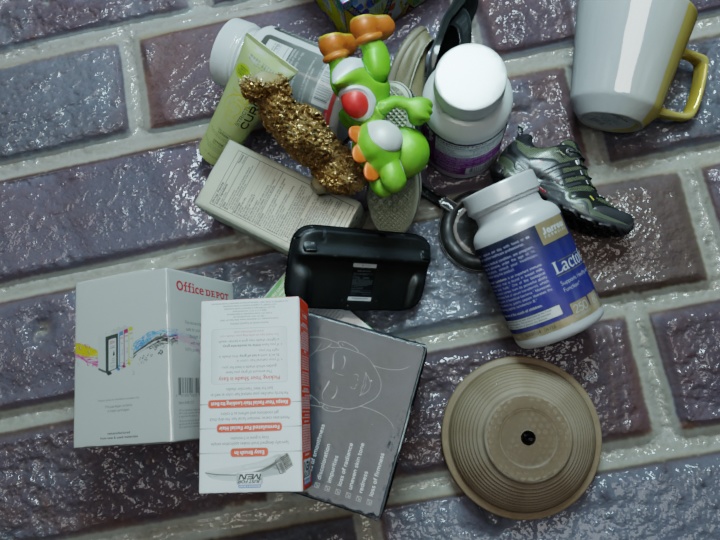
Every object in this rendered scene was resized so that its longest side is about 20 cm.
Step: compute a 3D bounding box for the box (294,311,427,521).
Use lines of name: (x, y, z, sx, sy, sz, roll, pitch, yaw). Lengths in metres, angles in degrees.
box: (-0.039, 0.161, 0.841, 0.196, 0.124, 0.201, 16, 82, 8)

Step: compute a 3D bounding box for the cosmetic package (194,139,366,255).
cosmetic package: (-0.103, -0.080, 0.949, 0.199, 0.087, 0.104, 28, 84, 9)

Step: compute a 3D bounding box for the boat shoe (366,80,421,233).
boat shoe: (0.048, -0.143, 0.915, 0.074, 0.062, 0.201, 6, 111, 20)

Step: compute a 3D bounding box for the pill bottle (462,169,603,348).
pill bottle: (0.208, -0.015, 0.875, 0.115, 0.116, 0.201, -24, 90, 0)

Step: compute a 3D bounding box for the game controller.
game controller: (0.000, 0.000, 0.894, 0.199, 0.042, 0.105, 4, 111, -28)

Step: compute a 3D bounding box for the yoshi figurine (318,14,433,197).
yoshi figurine: (0.025, -0.188, 0.834, 0.111, 0.112, 0.201, -14, 90, -6)

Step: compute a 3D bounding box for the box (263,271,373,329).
box: (-0.059, 0.106, 0.935, 0.200, 0.036, 0.144, 40, 85, 10)

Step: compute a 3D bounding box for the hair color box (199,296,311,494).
hair color box: (-0.112, 0.133, 0.763, 0.110, 0.064, 0.201, -3, 78, 5)

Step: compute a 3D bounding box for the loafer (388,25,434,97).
loafer: (0.061, -0.234, 0.975, 0.067, 0.076, 0.201, 23, 94, 1)

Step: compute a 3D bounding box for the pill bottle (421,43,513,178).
pill bottle: (0.132, -0.199, 0.892, 0.112, 0.200, 0.113, -1, 78, 5)

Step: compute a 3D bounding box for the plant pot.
plant pot: (0.198, 0.204, 0.862, 0.200, 0.093, 0.202, -1, 80, 5)

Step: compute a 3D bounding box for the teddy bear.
teddy bear: (-0.076, -0.161, 0.861, 0.067, 0.200, 0.145, -49, 36, -10)

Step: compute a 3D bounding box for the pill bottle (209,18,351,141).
pill bottle: (-0.096, -0.264, 0.971, 0.199, 0.114, 0.114, 25, 82, 10)

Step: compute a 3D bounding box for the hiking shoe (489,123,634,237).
hiking shoe: (0.275, -0.120, 0.927, 0.199, 0.076, 0.101, 30, 86, 11)

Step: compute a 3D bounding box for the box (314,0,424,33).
box: (0.005, -0.465, 0.999, 0.192, 0.122, 0.200, -34, 78, -3)

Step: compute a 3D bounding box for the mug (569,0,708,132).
mug: (0.359, -0.262, 0.918, 0.186, 0.149, 0.154, 13, 88, 14)

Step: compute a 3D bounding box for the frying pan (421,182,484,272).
frying pan: (0.143, -0.087, 0.960, 0.115, 0.031, 0.191, -31, 80, -2)

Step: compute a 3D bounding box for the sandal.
sandal: (0.136, -0.318, 0.963, 0.048, 0.075, 0.201, 17, 68, 17)

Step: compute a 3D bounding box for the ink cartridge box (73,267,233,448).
ink cartridge box: (-0.251, 0.111, 0.880, 0.144, 0.147, 0.201, -9, 78, 21)

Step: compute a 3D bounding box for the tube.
tube: (-0.158, -0.217, 0.934, 0.058, 0.200, 0.052, 1, 58, -36)
